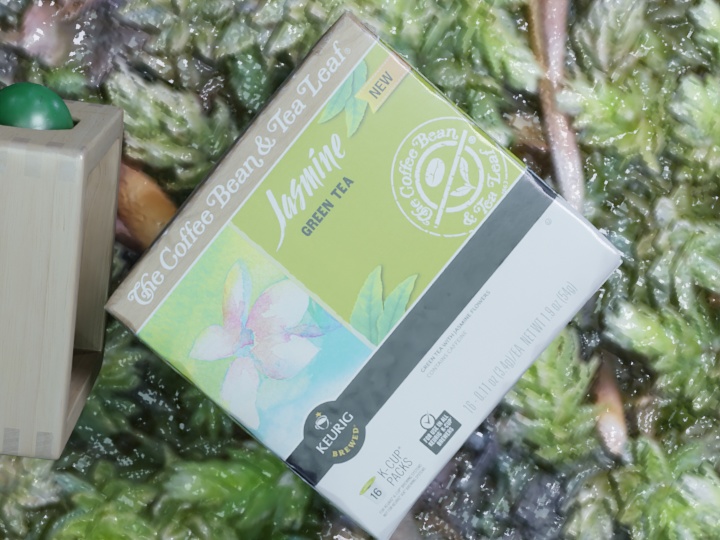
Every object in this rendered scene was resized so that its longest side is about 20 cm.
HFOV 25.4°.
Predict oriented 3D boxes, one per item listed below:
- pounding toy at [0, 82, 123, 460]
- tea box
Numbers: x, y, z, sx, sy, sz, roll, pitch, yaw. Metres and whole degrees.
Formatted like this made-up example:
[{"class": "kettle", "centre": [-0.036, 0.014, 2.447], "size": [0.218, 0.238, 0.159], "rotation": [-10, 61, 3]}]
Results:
[{"class": "pounding toy", "centre": [-0.208, -0.031, 0.857], "size": [0.140, 0.184, 0.203], "rotation": [6, 103, -3]}, {"class": "tea box", "centre": [0.000, 0.000, 0.877], "size": [0.196, 0.134, 0.201], "rotation": [39, 93, -4]}]
